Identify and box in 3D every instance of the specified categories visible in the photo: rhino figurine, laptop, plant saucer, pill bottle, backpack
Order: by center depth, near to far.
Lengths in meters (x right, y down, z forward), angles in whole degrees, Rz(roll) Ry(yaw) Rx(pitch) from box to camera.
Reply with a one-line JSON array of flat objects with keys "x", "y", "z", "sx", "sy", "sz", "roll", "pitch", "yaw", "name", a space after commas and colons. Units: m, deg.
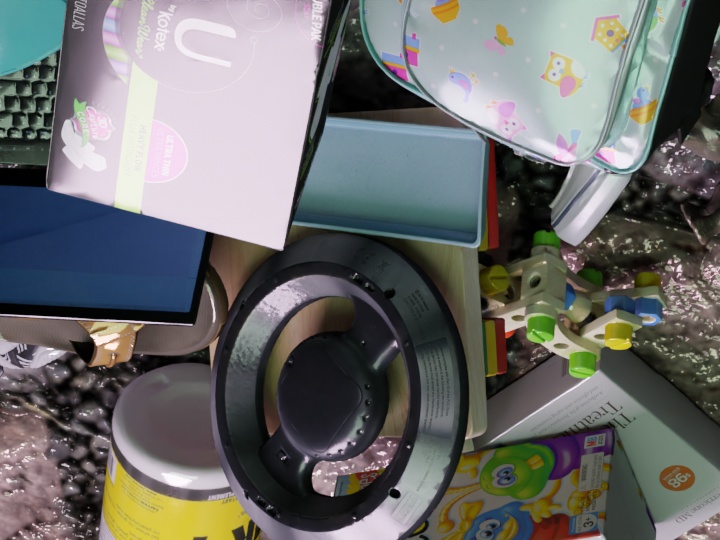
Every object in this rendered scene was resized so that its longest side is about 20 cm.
[{"x": 0.097, "y": -0.159, "z": 1.527, "sx": 0.200, "sy": 0.153, "sz": 0.176, "roll": 24, "pitch": 117, "yaw": 23, "name": "backpack"}, {"x": -0.005, "y": -0.059, "z": 1.632, "sx": 0.200, "sy": 0.019, "sz": 0.070, "roll": 7, "pitch": 99, "yaw": 34, "name": "plant saucer"}, {"x": -0.177, "y": -0.079, "z": 1.638, "sx": 0.177, "sy": 0.103, "sz": 0.200, "roll": 3, "pitch": 105, "yaw": 7, "name": "laptop"}, {"x": 0.245, "y": -0.045, "z": 1.668, "sx": 0.087, "sy": 0.060, "sz": 0.200, "roll": -26, "pitch": 122, "yaw": 4, "name": "rhino figurine"}, {"x": -0.124, "y": 0.172, "z": 1.877, "sx": 0.114, "sy": 0.114, "sz": 0.200, "roll": 11, "pitch": 131, "yaw": 0, "name": "pill bottle"}]

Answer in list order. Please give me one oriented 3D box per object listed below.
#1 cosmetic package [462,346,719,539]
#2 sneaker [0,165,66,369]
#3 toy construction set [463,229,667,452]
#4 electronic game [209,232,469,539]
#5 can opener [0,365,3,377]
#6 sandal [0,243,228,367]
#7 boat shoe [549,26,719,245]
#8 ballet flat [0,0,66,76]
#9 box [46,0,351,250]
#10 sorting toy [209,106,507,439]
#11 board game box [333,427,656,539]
[{"x": 0.144, "y": 0.143, "z": 1.850, "sx": 0.151, "sy": 0.052, "sz": 0.200, "roll": 38, "pitch": 125, "yaw": -23, "name": "cosmetic package"}, {"x": -0.200, "y": -0.013, "z": 1.766, "sx": 0.200, "sy": 0.075, "sz": 0.115, "roll": -25, "pitch": 108, "yaw": 41, "name": "sneaker"}, {"x": 0.090, "y": 0.040, "z": 1.754, "sx": 0.131, "sy": 0.092, "sz": 0.200, "roll": 23, "pitch": 136, "yaw": -35, "name": "toy construction set"}, {"x": -0.016, "y": 0.077, "z": 1.638, "sx": 0.200, "sy": 0.200, "sz": 0.042, "roll": -37, "pitch": 155, "yaw": 32, "name": "electronic game"}, {"x": -0.326, "y": 0.018, "z": 1.829, "sx": 0.063, "sy": 0.079, "sz": 0.200, "roll": 12, "pitch": 142, "yaw": 55, "name": "can opener"}, {"x": -0.172, "y": 0.027, "z": 1.693, "sx": 0.200, "sy": 0.055, "sz": 0.082, "roll": 1, "pitch": 125, "yaw": 26, "name": "sandal"}, {"x": 0.158, "y": -0.108, "z": 1.636, "sx": 0.067, "sy": 0.074, "sz": 0.200, "roll": 32, "pitch": 118, "yaw": 2, "name": "boat shoe"}, {"x": -0.175, "y": -0.183, "z": 1.618, "sx": 0.200, "sy": 0.073, "sz": 0.073, "roll": -30, "pitch": 119, "yaw": 21, "name": "ballet flat"}, {"x": -0.086, "y": -0.137, "z": 1.518, "sx": 0.148, "sy": 0.124, "sz": 0.200, "roll": 14, "pitch": 131, "yaw": 2, "name": "box"}, {"x": 0.000, "y": 0.000, "z": 1.688, "sx": 0.199, "sy": 0.070, "sz": 0.200, "roll": -1, "pitch": 95, "yaw": 35, "name": "sorting toy"}, {"x": 0.086, "y": 0.190, "z": 1.798, "sx": 0.200, "sy": 0.103, "sz": 0.105, "roll": -11, "pitch": 128, "yaw": 18, "name": "board game box"}]
